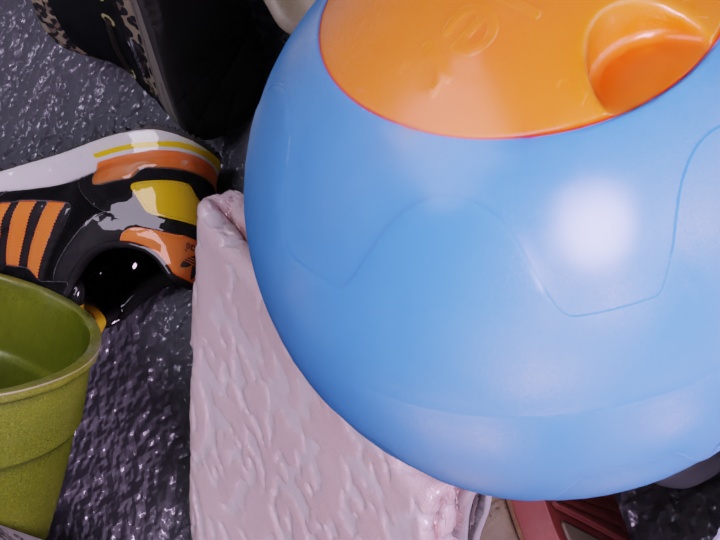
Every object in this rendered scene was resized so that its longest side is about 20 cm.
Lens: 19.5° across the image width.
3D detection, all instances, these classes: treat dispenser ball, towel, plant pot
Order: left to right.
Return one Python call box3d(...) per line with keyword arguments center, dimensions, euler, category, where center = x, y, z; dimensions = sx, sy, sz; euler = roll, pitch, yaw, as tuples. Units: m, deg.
box3d(center=(-0.227, 0.114, 0.978), dimensions=(0.200, 0.200, 0.193), euler=(23, 114, 44), category="plant pot")
box3d(center=(-0.017, 0.097, 0.841), dimensions=(0.191, 0.032, 0.200), euler=(48, 144, 41), category="towel")
box3d(center=(0.062, -0.024, 0.695), dimensions=(0.201, 0.201, 0.201), euler=(-18, 60, 34), category="treat dispenser ball")

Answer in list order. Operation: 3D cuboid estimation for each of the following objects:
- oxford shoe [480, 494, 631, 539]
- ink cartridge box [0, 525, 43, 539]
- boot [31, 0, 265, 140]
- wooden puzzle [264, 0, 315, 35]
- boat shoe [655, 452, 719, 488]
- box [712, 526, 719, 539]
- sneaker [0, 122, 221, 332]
box3d(center=(0.043, 0.062, 0.858), dimensions=(0.075, 0.070, 0.200), euler=(-39, 49, 28), category="oxford shoe")
box3d(center=(-0.152, 0.201, 0.869), dimensions=(0.145, 0.200, 0.147), euler=(37, 96, 44), category="ink cartridge box")
box3d(center=(-0.124, -0.175, 1.045), dimensions=(0.073, 0.204, 0.154), euler=(-28, 34, -25), category="boot")
box3d(center=(-0.006, -0.209, 0.798), dimensions=(0.200, 0.037, 0.185), euler=(-32, 86, 40), category="wooden puzzle")
box3d(center=(0.092, -0.004, 0.845), dimensions=(0.074, 0.068, 0.200), euler=(-33, 53, 26), category="boat shoe")
box3d(center=(0.214, 0.069, 0.674), dimensions=(0.132, 0.115, 0.200), euler=(30, 91, 44), category="box")
box3d(center=(-0.156, -0.004, 1.057), dimensions=(0.200, 0.070, 0.090), euler=(-20, 56, 31), category="sneaker")
